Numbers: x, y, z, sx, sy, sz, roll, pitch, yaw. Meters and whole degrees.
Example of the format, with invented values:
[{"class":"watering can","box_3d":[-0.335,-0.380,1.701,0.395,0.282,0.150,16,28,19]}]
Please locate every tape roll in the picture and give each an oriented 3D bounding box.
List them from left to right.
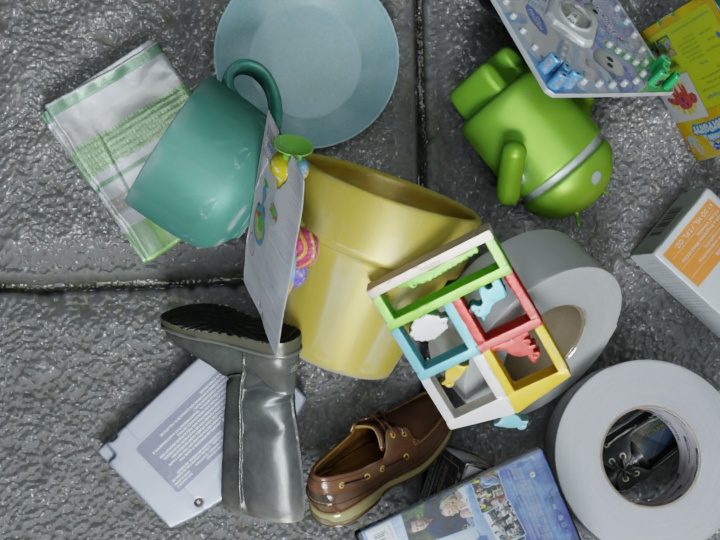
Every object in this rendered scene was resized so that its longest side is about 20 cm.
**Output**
[{"class":"tape roll","box_3d":[0.172,0.058,1.114,0.202,0.203,0.071,-36,49,-7]},{"class":"tape roll","box_3d":[0.297,0.196,1.133,0.200,0.066,0.201,0,80,-1]}]

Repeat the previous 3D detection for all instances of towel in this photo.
[{"class":"towel","box_3d":[-0.226,-0.128,1.148,0.149,0.031,0.200,-34,93,-6]}]

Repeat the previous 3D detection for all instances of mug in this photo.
[{"class":"mug","box_3d":[-0.137,-0.112,1.072,0.114,0.152,0.185,34,102,-8]}]

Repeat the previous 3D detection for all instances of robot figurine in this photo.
[{"class":"robot figurine","box_3d":[0.190,-0.141,1.159,0.200,0.116,0.175,50,52,-3]}]

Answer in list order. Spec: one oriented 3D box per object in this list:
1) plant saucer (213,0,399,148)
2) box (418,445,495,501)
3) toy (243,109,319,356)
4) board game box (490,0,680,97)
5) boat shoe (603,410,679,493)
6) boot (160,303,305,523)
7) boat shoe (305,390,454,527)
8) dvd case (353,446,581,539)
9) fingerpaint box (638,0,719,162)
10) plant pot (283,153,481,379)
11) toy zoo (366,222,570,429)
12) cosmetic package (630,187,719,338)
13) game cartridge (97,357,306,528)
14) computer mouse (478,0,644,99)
[{"class":"plant saucer","box_3d":[-0.059,-0.230,1.168,0.200,0.039,0.202,0,89,-8]},{"class":"box","box_3d":[0.086,0.289,1.112,0.048,0.158,0.200,19,86,-5]},{"class":"toy","box_3d":[-0.066,-0.034,0.989,0.047,0.115,0.200,-7,131,-19]},{"class":"board game box","box_3d":[0.227,-0.269,1.131,0.200,0.026,0.200,-8,62,-37]},{"class":"boat shoe","box_3d":[0.299,0.204,1.193,0.200,0.057,0.069,-37,93,-7]},{"class":"boot","box_3d":[-0.129,0.145,1.097,0.182,0.073,0.200,16,117,33]},{"class":"boat shoe","box_3d":[0.025,0.184,1.121,0.200,0.072,0.068,-35,131,-29]},{"class":"dvd case","box_3d":[0.112,0.274,1.027,0.200,0.018,0.143,-23,92,-7]},{"class":"fingerpaint box","box_3d":[0.393,-0.216,1.145,0.073,0.200,0.167,-30,92,-8]},{"class":"plant pot","box_3d":[0.000,0.000,1.102,0.200,0.201,0.189,19,102,-6]},{"class":"toy zoo","box_3d":[0.110,0.068,1.015,0.131,0.020,0.200,-27,109,15]},{"class":"cosmetic package","box_3d":[0.417,0.012,1.207,0.200,0.071,0.101,41,84,-5]},{"class":"game cartridge","box_3d":[-0.161,0.170,1.146,0.200,0.041,0.133,-43,90,-6]},{"class":"computer mouse","box_3d":[0.231,-0.270,1.181,0.140,0.046,0.200,-21,59,-46]}]
